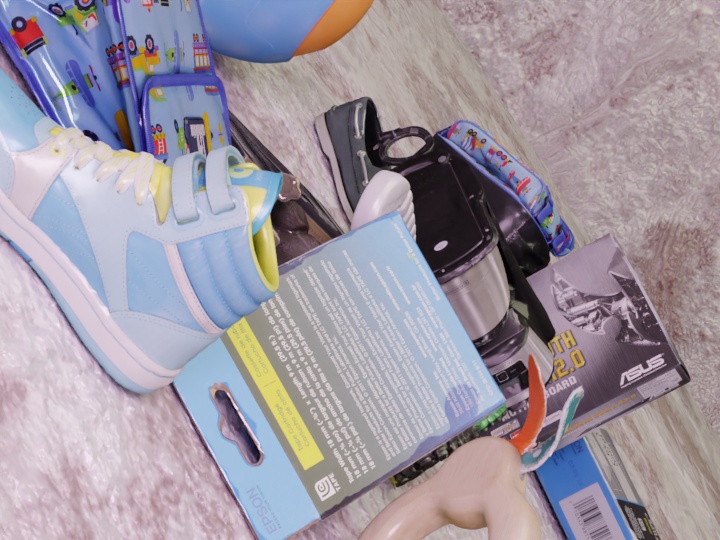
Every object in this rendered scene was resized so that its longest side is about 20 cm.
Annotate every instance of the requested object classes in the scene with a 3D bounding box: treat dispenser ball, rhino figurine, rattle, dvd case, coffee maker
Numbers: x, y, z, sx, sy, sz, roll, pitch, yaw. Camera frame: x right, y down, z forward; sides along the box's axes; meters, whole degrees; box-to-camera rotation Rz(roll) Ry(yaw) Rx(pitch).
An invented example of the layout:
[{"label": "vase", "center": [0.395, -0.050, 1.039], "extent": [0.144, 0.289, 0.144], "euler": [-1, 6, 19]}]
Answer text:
[{"label": "treat dispenser ball", "center": [-0.076, -0.269, 1.122], "extent": [0.201, 0.201, 0.201], "euler": [53, 16, -22]}, {"label": "rhino figurine", "center": [-0.025, 0.033, 0.956], "extent": [0.200, 0.060, 0.087], "euler": [61, -15, 2]}, {"label": "rattle", "center": [0.089, 0.171, 0.819], "extent": [0.143, 0.130, 0.200], "euler": [46, 61, -13]}, {"label": "dvd case", "center": [-0.061, -0.064, 1.071], "extent": [0.200, 0.016, 0.149], "euler": [44, 6, -43]}, {"label": "coffee maker", "center": [0.091, 0.000, 1.226], "extent": [0.200, 0.134, 0.192], "euler": [59, 32, -44]}]

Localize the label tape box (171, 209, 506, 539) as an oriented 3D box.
[{"label": "label tape box", "center": [-0.027, 0.068, 0.844], "extent": [0.200, 0.063, 0.144], "euler": [-26, 85, -34]}]

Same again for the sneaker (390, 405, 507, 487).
[{"label": "sneaker", "center": [0.056, 0.102, 1.071], "extent": [0.085, 0.078, 0.200], "euler": [59, 14, 8]}]

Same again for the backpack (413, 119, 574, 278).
[{"label": "backpack", "center": [0.132, -0.033, 1.431], "extent": [0.183, 0.135, 0.200], "euler": [45, -3, 39]}]

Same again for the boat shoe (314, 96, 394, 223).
[{"label": "boat shoe", "center": [0.014, -0.085, 1.330], "extent": [0.073, 0.062, 0.200], "euler": [40, 25, -56]}]

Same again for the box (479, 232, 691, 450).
[{"label": "box", "center": [0.189, 0.079, 1.313], "extent": [0.048, 0.200, 0.159], "euler": [44, 21, -55]}]

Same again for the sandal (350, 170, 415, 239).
[{"label": "sandal", "center": [0.004, -0.005, 1.013], "extent": [0.050, 0.082, 0.203], "euler": [27, -37, 17]}]

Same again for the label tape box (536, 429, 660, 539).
[{"label": "label tape box", "center": [0.256, 0.240, 1.458], "extent": [0.200, 0.063, 0.144], "euler": [28, 35, -63]}]

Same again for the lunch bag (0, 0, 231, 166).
[{"label": "lunch bag", "center": [-0.137, -0.097, 0.855], "extent": [0.151, 0.094, 0.200], "euler": [-41, 112, -76]}]

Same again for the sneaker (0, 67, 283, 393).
[{"label": "sneaker", "center": [-0.115, -0.048, 0.699], "extent": [0.200, 0.130, 0.080], "euler": [54, 17, -15]}]
